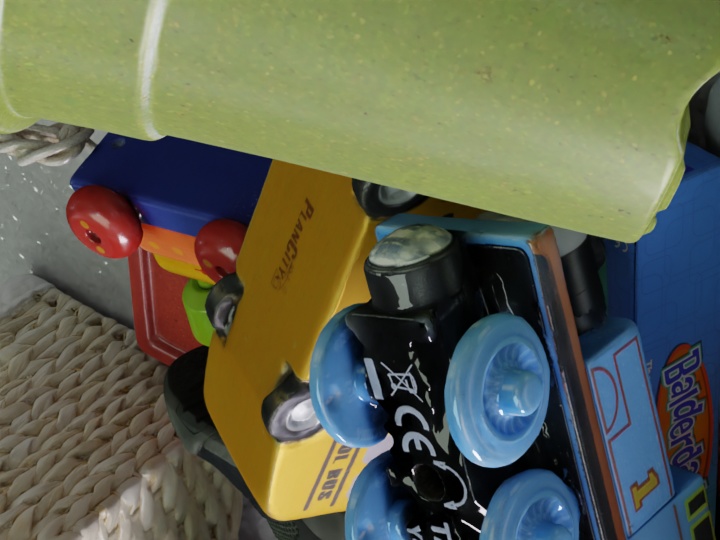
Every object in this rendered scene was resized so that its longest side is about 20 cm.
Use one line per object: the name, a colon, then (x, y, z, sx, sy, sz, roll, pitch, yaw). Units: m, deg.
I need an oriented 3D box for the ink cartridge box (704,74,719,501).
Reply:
ink cartridge box: (0.145, 0.020, 0.675, 0.200, 0.057, 0.164, 124, 142, -48)

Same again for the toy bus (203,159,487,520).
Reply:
toy bus: (0.000, 0.000, 0.724, 0.065, 0.078, 0.201, 57, 139, 38)

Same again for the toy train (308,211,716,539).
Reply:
toy train: (0.055, 0.068, 0.664, 0.086, 0.114, 0.202, 3, 117, 43)

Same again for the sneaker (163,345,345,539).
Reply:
sneaker: (-0.018, 0.107, 0.870, 0.199, 0.076, 0.115, 30, 135, 43)

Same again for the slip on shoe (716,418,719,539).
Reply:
slip on shoe: (0.133, 0.106, 0.822, 0.074, 0.061, 0.200, 49, 143, -4)

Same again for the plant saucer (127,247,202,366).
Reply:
plant saucer: (-0.038, 0.000, 0.915, 0.199, 0.037, 0.201, 25, 136, 26)

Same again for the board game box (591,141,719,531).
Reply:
board game box: (0.072, 0.026, 0.771, 0.152, 0.045, 0.202, 36, 138, 47)

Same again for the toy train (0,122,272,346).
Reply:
toy train: (-0.076, -0.016, 0.852, 0.199, 0.085, 0.116, 14, 144, 35)

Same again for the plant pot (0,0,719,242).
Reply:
plant pot: (0.016, -0.098, 0.570, 0.188, 0.201, 0.201, 22, 138, 3)

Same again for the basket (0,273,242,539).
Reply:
basket: (-0.170, 0.143, 1.020, 0.160, 0.198, 0.202, 19, 124, 23)
